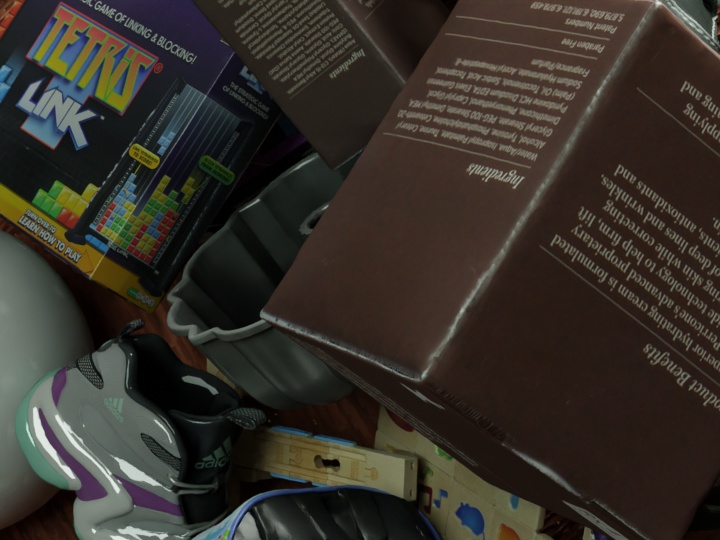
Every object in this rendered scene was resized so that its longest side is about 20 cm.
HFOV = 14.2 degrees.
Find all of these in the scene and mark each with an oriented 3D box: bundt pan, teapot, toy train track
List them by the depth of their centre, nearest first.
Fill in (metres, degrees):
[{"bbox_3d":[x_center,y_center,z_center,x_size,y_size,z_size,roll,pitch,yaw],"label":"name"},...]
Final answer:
[{"bbox_3d":[0.000,0.000,1.519,0.201,0.076,0.202,-29,21,12],"label":"bundt pan"},{"bbox_3d":[-0.038,0.097,1.580,0.200,0.032,0.115,9,100,45],"label":"toy train track"},{"bbox_3d":[-0.254,0.065,1.635,0.197,0.146,0.200,-41,81,27],"label":"teapot"}]

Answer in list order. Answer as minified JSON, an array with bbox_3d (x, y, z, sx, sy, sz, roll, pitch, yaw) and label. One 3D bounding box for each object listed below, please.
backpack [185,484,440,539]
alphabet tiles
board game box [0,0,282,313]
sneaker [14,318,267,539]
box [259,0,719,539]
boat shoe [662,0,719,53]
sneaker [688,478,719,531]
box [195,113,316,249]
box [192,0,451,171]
[{"bbox_3d":[-0.030,0.219,1.463,0.147,0.183,0.201,-31,65,40],"label":"backpack"},{"bbox_3d":[0.068,0.135,1.481,0.200,0.008,0.168,31,121,46],"label":"alphabet tiles"},{"bbox_3d":[-0.142,-0.089,1.625,0.200,0.057,0.166,31,89,46],"label":"board game box"},{"bbox_3d":[-0.087,0.119,1.545,0.140,0.078,0.200,-36,91,37],"label":"sneaker"},{"bbox_3d":[0.096,-0.007,1.335,0.200,0.166,0.164,-57,29,-8],"label":"box"},{"bbox_3d":[0.153,-0.148,1.477,0.068,0.074,0.199,-44,21,9],"label":"boat shoe"},{"bbox_3d":[0.175,0.067,1.456,0.200,0.076,0.116,5,64,36],"label":"sneaker"},{"bbox_3d":[-0.063,-0.117,1.660,0.200,0.036,0.143,-33,62,20],"label":"box"},{"bbox_3d":[-0.038,-0.162,1.523,0.075,0.100,0.200,-37,96,30],"label":"box"}]
